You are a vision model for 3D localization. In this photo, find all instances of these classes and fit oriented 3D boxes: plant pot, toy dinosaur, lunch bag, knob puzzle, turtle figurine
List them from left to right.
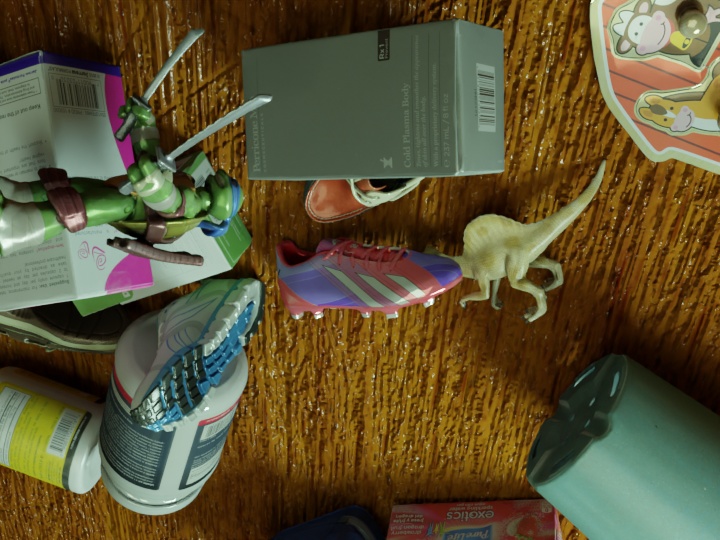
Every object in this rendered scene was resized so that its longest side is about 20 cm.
[{"bbox_3d":[-0.184,-0.091,0.614,0.191,0.145,0.201,-14,150,-23],"label":"turtle figurine"},{"bbox_3d":[-0.043,0.379,1.001,0.198,0.132,0.138,-25,95,28],"label":"lunch bag"},{"bbox_3d":[0.140,-0.012,0.726,0.198,0.059,0.102,-23,113,28],"label":"toy dinosaur"},{"bbox_3d":[0.272,0.194,0.753,0.195,0.201,0.201,37,126,-1],"label":"plant pot"},{"bbox_3d":[0.263,-0.163,0.604,0.215,0.031,0.223,8,125,12],"label":"knob puzzle"}]

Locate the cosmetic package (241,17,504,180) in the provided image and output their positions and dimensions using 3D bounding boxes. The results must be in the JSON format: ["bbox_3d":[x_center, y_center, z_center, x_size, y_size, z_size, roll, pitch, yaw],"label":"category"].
[{"bbox_3d":[0.007,-0.123,0.623,0.197,0.090,0.109,1,98,33],"label":"cosmetic package"}]

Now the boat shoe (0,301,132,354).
[{"bbox_3d":[-0.341,0.055,0.913,0.199,0.075,0.076,17,141,12],"label":"boat shoe"}]

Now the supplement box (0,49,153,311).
[{"bbox_3d":[-0.265,-0.074,0.723,0.102,0.101,0.204,-9,91,25],"label":"supplement box"}]

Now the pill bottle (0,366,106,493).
[{"bbox_3d":[-0.400,0.182,0.984,0.197,0.112,0.113,20,127,3],"label":"pill bottle"}]

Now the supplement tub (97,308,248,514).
[{"bbox_3d":[-0.209,0.155,0.890,0.138,0.141,0.202,24,126,-1],"label":"supplement tub"}]

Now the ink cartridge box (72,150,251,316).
[{"bbox_3d":[-0.219,-0.033,0.815,0.197,0.060,0.105,-17,115,25],"label":"ink cartridge box"}]

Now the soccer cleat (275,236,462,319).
[{"bbox_3d":[0.000,0.000,0.757,0.197,0.066,0.078,-7,106,37],"label":"soccer cleat"}]

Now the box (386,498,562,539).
[{"bbox_3d":[0.132,0.334,0.934,0.196,0.096,0.101,-7,121,18],"label":"box"}]

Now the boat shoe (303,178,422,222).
[{"bbox_3d":[0.020,-0.093,0.704,0.198,0.063,0.071,-29,114,32],"label":"boat shoe"}]

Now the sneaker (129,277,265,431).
[{"bbox_3d":[-0.172,0.075,0.795,0.085,0.201,0.076,12,127,19],"label":"sneaker"}]
